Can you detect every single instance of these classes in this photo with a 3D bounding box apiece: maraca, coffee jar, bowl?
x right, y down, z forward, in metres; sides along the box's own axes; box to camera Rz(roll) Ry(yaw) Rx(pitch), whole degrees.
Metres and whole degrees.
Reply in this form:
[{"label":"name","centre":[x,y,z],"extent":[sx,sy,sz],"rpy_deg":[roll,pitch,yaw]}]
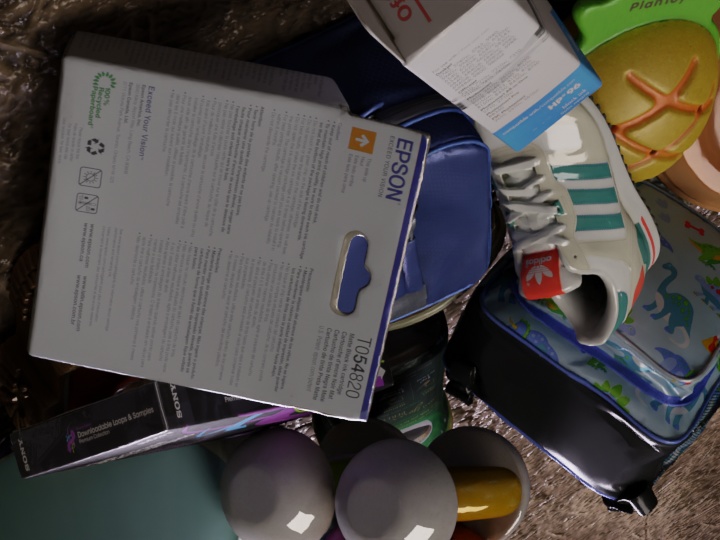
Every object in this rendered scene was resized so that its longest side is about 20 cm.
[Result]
[{"label":"maraca","centre":[0.167,-0.125,1.397],"extent":[0.137,0.107,0.200],"rpy_deg":[-17,150,-22]},{"label":"coffee jar","centre":[0.013,0.083,1.625],"extent":[0.104,0.085,0.200],"rpy_deg":[-21,152,-8]},{"label":"bowl","centre":[-0.168,0.207,1.483],"extent":[0.200,0.105,0.201],"rpy_deg":[-9,138,-8]}]

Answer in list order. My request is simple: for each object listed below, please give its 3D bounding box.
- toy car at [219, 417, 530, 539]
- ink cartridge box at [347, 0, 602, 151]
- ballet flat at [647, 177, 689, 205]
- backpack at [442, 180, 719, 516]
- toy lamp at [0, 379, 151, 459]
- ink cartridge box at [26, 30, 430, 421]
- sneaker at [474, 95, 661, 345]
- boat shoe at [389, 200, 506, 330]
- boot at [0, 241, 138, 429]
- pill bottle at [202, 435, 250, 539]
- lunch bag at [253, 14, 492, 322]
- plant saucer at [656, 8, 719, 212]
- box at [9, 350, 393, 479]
[{"label":"toy car","centre":[0.011,0.178,1.484],"extent":[0.199,0.150,0.175],"rpy_deg":[3,-178,30]},{"label":"ink cartridge box","centre":[0.046,-0.153,1.214],"extent":[0.068,0.116,0.200],"rpy_deg":[-37,154,13]},{"label":"ballet flat","centre":[0.268,-0.112,1.571],"extent":[0.072,0.072,0.200],"rpy_deg":[5,137,-50]},{"label":"backpack","centre":[0.180,0.027,1.525],"extent":[0.200,0.183,0.147],"rpy_deg":[-49,172,-44]},{"label":"toy lamp","centre":[-0.176,0.102,1.503],"extent":[0.200,0.058,0.058],"rpy_deg":[-36,153,6]},{"label":"ink cartridge box","centre":[-0.074,-0.021,1.229],"extent":[0.199,0.041,0.200],"rpy_deg":[13,122,-1]},{"label":"sneaker","centre":[0.118,-0.036,1.357],"extent":[0.070,0.094,0.200],"rpy_deg":[-5,137,35]},{"label":"boat shoe","centre":[0.003,0.005,1.491],"extent":[0.202,0.075,0.075],"rpy_deg":[-32,156,4]},{"label":"boot","centre":[-0.159,0.027,1.381],"extent":[0.107,0.075,0.200],"rpy_deg":[-22,160,-26]},{"label":"pill bottle","centre":[-0.078,0.182,1.638],"extent":[0.111,0.111,0.200],"rpy_deg":[-40,131,19]},{"label":"lunch bag","centre":[0.005,-0.051,1.333],"extent":[0.136,0.133,0.200],"rpy_deg":[-26,154,-8]},{"label":"plant saucer","centre":[0.280,-0.120,1.503],"extent":[0.200,0.037,0.201],"rpy_deg":[-8,124,-12]},{"label":"box","centre":[-0.096,0.086,1.389],"extent":[0.143,0.036,0.200],"rpy_deg":[-21,170,42]}]
